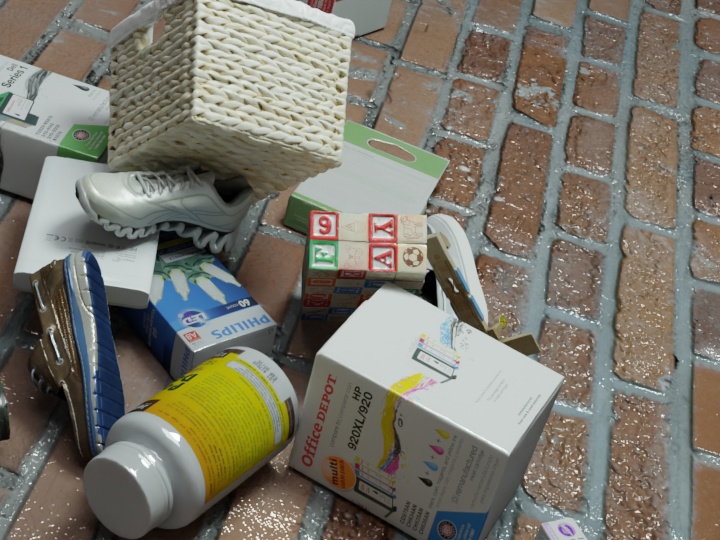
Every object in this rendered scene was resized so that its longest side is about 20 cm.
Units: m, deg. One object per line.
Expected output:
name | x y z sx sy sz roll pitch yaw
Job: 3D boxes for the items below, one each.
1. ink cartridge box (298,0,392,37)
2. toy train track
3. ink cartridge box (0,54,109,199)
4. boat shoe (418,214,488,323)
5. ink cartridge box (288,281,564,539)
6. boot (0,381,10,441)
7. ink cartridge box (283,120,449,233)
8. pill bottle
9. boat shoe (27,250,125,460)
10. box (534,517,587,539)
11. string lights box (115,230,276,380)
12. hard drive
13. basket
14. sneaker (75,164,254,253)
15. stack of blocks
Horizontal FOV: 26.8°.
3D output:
ink cartridge box | -0.069 -0.415 2.169 0.199 0.084 0.144 36 40 26
toy train track | 0.119 0.045 1.556 0.114 0.201 0.033 -17 21 34
ink cartridge box | -0.367 -0.156 1.690 0.198 0.085 0.147 19 34 1
boat shoe | 0.085 0.010 1.678 0.068 0.072 0.201 4 46 -18
ink cartridge box | 0.059 0.140 1.411 0.198 0.148 0.145 27 36 15
boot | -0.404 0.106 1.348 0.130 0.068 0.200 -19 41 -33
ink cartridge box | 0.011 -0.093 1.796 0.144 0.048 0.200 22 35 7
pill bottle | -0.150 0.154 1.337 0.109 0.110 0.200 32 37 20
boat shoe | -0.265 0.085 1.394 0.072 0.072 0.202 -14 66 9
box | 0.218 0.307 1.344 0.038 0.042 0.201 -4 39 -28
string lights box | -0.183 0.029 1.535 0.102 0.059 0.200 -18 47 -35
hard drive | -0.269 -0.042 1.526 0.130 0.027 0.201 9 37 -8
basket | -0.138 -0.182 1.553 0.198 0.197 0.163 14 70 -35
sneaker | -0.193 -0.076 1.509 0.199 0.081 0.076 7 45 -43
stack of blocks | 0.000 0.000 1.525 0.114 0.200 0.059 2 74 -5
